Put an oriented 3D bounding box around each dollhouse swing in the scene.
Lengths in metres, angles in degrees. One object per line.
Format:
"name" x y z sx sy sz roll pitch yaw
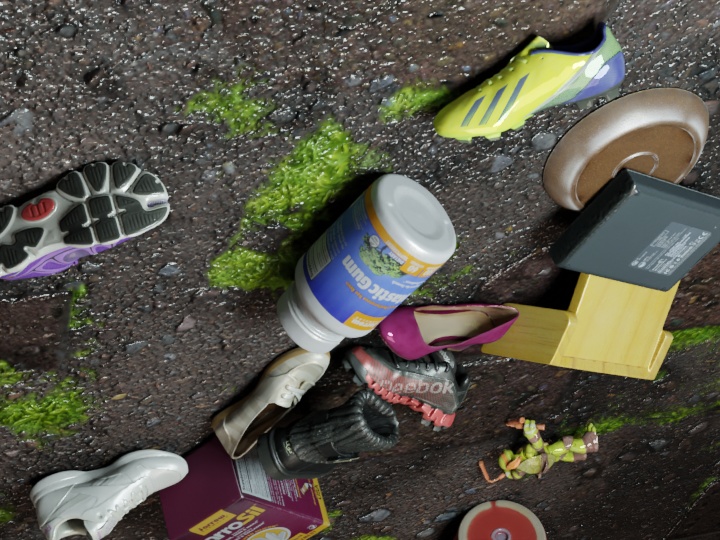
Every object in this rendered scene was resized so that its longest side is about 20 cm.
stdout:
"dollhouse swing" 0.285 0.037 1.806 0.198 0.179 0.181 9 179 -38

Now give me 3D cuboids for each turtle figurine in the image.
"turtle figurine" 0.268 0.266 2.102 0.159 0.065 0.201 -10 146 -16

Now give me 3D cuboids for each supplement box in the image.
"supplement box" -0.153 0.303 1.888 0.130 0.104 0.199 -33 145 22

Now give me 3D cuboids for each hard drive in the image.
"hard drive" 0.330 -0.042 1.653 0.198 0.033 0.140 11 132 -40

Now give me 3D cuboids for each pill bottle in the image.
"pill bottle" 0.000 0.000 1.522 0.111 0.113 0.200 13 134 -41

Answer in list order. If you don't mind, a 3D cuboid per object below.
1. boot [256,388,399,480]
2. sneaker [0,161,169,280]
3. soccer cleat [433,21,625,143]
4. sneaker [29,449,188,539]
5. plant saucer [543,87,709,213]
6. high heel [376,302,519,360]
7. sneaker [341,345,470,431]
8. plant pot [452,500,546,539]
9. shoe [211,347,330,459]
"boot" -0.020 0.201 1.771 0.156 0.080 0.211 -25 175 19
"sneaker" -0.274 -0.043 1.365 0.197 0.082 0.083 -17 165 7
"soccer cleat" 0.161 -0.187 1.404 0.197 0.065 0.085 -18 118 4
"sneaker" -0.307 0.288 1.785 0.197 0.100 0.075 -16 145 -10
"plant saucer" 0.300 -0.122 1.586 0.197 0.032 0.201 -14 146 -10
"high heel" 0.104 0.059 1.706 0.096 0.068 0.199 -30 163 32
"sneaker" 0.063 0.126 1.784 0.199 0.071 0.098 28 108 -37
"plant pot" 0.220 0.476 2.288 0.197 0.202 0.179 -13 137 -12
"shoe" -0.105 0.161 1.754 0.069 0.054 0.200 18 132 -44
